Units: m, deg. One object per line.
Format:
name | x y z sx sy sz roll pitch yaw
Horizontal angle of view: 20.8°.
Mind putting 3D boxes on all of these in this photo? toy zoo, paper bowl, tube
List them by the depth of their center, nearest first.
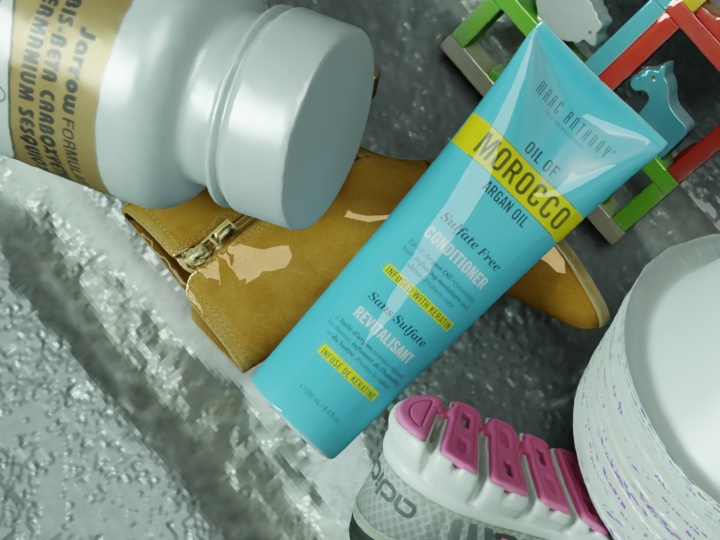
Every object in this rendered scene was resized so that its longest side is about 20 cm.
tube | 0.038 -0.008 0.847 0.077 0.050 0.200 42 92 -16
paper bowl | 0.202 0.063 0.857 0.199 0.105 0.202 13 43 -12
toy zoo | 0.144 -0.123 0.906 0.131 0.200 0.020 49 31 4

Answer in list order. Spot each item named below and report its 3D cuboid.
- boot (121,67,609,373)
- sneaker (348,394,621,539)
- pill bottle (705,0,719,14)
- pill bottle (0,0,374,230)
boot | 0.000 -0.001 0.899 0.201 0.071 0.144 42 79 13
sneaker | 0.077 0.130 0.878 0.199 0.074 0.088 27 115 -23
pill bottle | 0.247 -0.190 0.911 0.114 0.200 0.115 34 35 -29
pill bottle | -0.101 -0.091 0.849 0.199 0.114 0.115 20 72 17
